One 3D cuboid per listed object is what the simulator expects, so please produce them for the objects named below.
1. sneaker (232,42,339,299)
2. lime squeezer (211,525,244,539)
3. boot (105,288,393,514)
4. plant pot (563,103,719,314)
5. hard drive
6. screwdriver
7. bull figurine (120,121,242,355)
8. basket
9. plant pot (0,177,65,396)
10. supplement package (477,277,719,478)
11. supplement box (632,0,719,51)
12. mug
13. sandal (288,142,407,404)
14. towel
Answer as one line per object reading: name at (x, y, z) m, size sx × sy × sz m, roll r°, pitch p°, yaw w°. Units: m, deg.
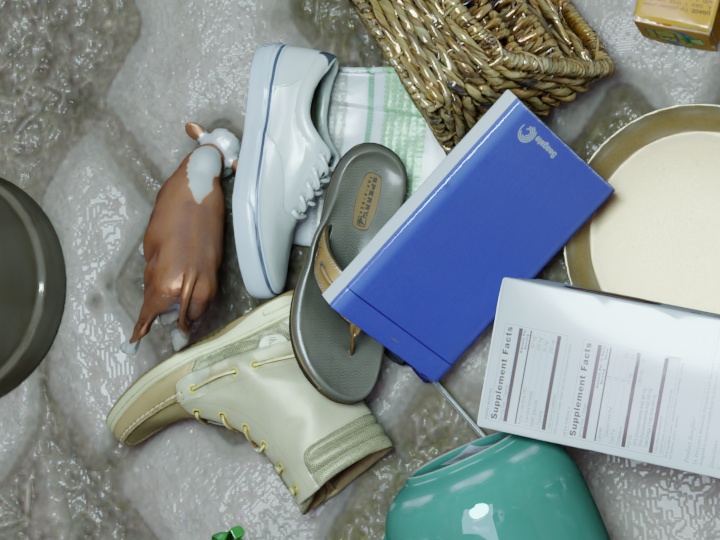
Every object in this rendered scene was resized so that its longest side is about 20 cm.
sneaker at (-0.054, -0.078, 1.512) m, size 0.070 × 0.073 × 0.202 m, roll 3°, pitch 88°, yaw 17°
lime squeezer at (-0.128, 0.242, 1.529) m, size 0.038 × 0.071 × 0.200 m, roll 49°, pitch 128°, yaw -1°
boot at (-0.088, 0.126, 1.525) m, size 0.199 × 0.073 × 0.156 m, roll -30°, pitch 78°, yaw 6°
plant pot at (0.253, -0.024, 1.468) m, size 0.198 × 0.027 × 0.202 m, roll -2°, pitch 85°, yaw 16°
hard drive at (0.082, -0.022, 1.440) m, size 0.200 × 0.132 × 0.025 m, roll -48°, pitch 41°, yaw 7°
screwdriver at (0.067, 0.096, 1.512) m, size 0.028 × 0.029 × 0.200 m, roll -44°, pitch 80°, yaw 7°
bull figurine at (-0.137, -0.023, 1.525) m, size 0.065 × 0.201 × 0.122 m, roll 20°, pitch 130°, yaw -9°
basket at (0.074, -0.207, 1.457) m, size 0.148 × 0.143 × 0.201 m, roll -32°, pitch 64°, yaw 4°
plant pot at (-0.361, 0.008, 1.560) m, size 0.198 × 0.173 × 0.202 m, roll -2°, pitch 84°, yaw 16°
supplement package at (0.198, 0.076, 1.401) m, size 0.199 × 0.114 × 0.110 m, roll 11°, pitch 92°, yaw 17°
supplement box at (0.258, -0.273, 1.473) m, size 0.068 × 0.067 × 0.202 m, roll 10°, pitch 86°, yaw 16°
mug at (0.081, 0.191, 1.420) m, size 0.184 × 0.152 × 0.115 m, roll -23°, pitch 91°, yaw 15°
sandal at (0.000, 0.000, 1.481) m, size 0.081 × 0.055 × 0.201 m, roll 18°, pitch 82°, yaw -20°
towel at (0.008, -0.089, 1.541) m, size 0.198 × 0.031 × 0.150 m, roll 4°, pitch 84°, yaw 16°
